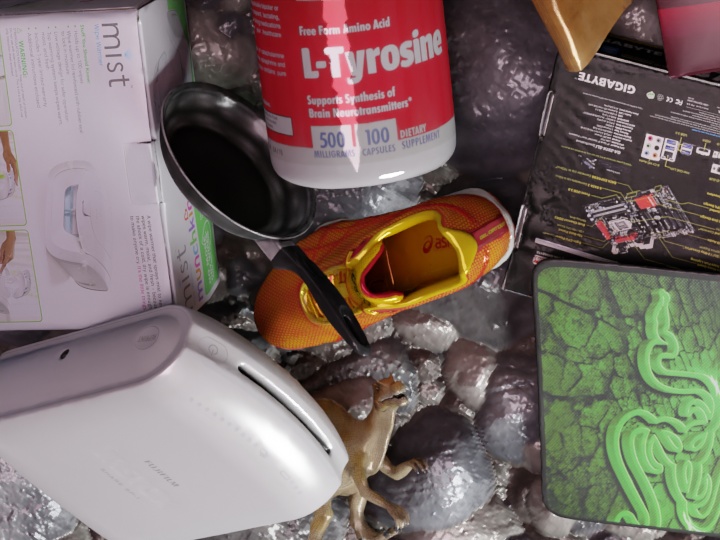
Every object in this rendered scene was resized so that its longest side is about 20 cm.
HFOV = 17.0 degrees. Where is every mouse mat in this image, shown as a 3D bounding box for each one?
[{"bbox_3d":[0.184,0.081,1.452,0.160,0.008,0.201,5,127,16],"label":"mouse mat"}]

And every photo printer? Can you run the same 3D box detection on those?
[{"bbox_3d":[-0.118,0.098,1.477,0.199,0.070,0.166,-15,134,38],"label":"photo printer"}]

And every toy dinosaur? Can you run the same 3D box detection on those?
[{"bbox_3d":[-0.021,0.135,1.541,0.200,0.058,0.101,-34,81,32],"label":"toy dinosaur"}]

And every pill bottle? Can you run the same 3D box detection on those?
[{"bbox_3d":[-0.008,-0.157,1.396,0.112,0.112,0.201,-2,108,15],"label":"pill bottle"}]

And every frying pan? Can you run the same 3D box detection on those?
[{"bbox_3d":[-0.049,-0.034,1.426,0.190,0.115,0.031,47,122,-3],"label":"frying pan"}]

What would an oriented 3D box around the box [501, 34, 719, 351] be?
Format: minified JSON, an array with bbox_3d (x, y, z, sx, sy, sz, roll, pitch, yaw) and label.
[{"bbox_3d":[0.197,-0.041,1.418,0.199,0.049,0.160,15,114,9],"label":"box"}]

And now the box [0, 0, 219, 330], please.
[{"bbox_3d":[-0.191,-0.070,1.481,0.176,0.097,0.201,-2,107,14],"label":"box"}]

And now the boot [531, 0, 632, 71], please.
[{"bbox_3d":[0.072,-0.183,1.305,0.068,0.189,0.200,7,146,38],"label":"boot"}]

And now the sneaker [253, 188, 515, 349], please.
[{"bbox_3d":[0.000,0.000,1.454,0.200,0.077,0.073,-27,90,40],"label":"sneaker"}]

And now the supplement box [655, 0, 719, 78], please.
[{"bbox_3d":[0.206,-0.214,1.315,0.108,0.061,0.201,-8,107,16],"label":"supplement box"}]
